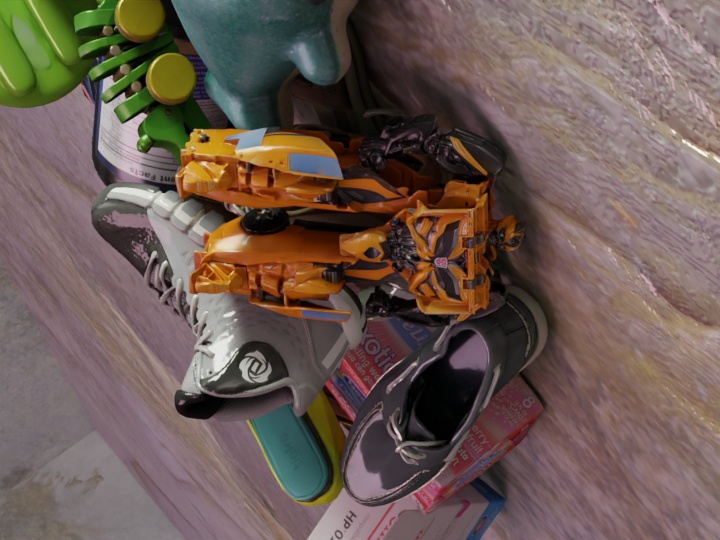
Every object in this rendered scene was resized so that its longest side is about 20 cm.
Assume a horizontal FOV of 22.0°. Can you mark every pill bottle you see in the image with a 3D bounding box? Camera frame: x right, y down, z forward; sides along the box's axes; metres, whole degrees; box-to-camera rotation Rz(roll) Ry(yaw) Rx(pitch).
[{"bbox_3d":[-0.125,-0.111,1.255,0.112,0.111,0.202,44,138,36],"label":"pill bottle"}]

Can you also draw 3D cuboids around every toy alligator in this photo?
[{"bbox_3d":[-0.126,-0.100,1.127,0.202,0.054,0.059,64,163,-2],"label":"toy alligator"}]

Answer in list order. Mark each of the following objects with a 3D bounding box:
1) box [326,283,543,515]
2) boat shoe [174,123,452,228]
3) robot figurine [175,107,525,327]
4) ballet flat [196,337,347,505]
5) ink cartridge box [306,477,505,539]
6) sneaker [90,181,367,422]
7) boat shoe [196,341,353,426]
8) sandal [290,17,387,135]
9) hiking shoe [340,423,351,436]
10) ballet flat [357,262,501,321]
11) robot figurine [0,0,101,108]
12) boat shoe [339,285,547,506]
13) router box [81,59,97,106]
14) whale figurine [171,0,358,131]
[{"bbox_3d":[0.026,0.056,1.294,0.201,0.094,0.103,52,165,12],"label":"box"},{"bbox_3d":[-0.028,-0.060,1.157,0.198,0.076,0.074,7,144,27],"label":"boat shoe"},{"bbox_3d":[-0.004,-0.024,1.077,0.198,0.058,0.146,5,126,14],"label":"robot figurine"},{"bbox_3d":[-0.061,0.067,1.277,0.067,0.066,0.202,-12,-106,-62],"label":"ballet flat"},{"bbox_3d":[0.021,0.202,1.402,0.068,0.116,0.200,38,-168,23],"label":"ink cartridge box"},{"bbox_3d":[-0.104,0.028,1.159,0.198,0.116,0.075,25,158,16],"label":"sneaker"},{"bbox_3d":[-0.033,0.093,1.404,0.198,0.068,0.072,11,174,7],"label":"boat shoe"},{"bbox_3d":[-0.035,-0.126,1.169,0.080,0.057,0.202,34,154,54],"label":"sandal"},{"bbox_3d":[-0.020,0.069,1.505,0.201,0.075,0.101,52,168,17],"label":"hiking shoe"},{"bbox_3d":[0.000,0.000,1.200,0.198,0.064,0.067,18,-177,30],"label":"ballet flat"},{"bbox_3d":[-0.259,-0.189,1.389,0.116,0.175,0.200,58,172,-23],"label":"robot figurine"},{"bbox_3d":[0.039,0.087,1.174,0.073,0.062,0.200,48,125,10],"label":"boat shoe"},{"bbox_3d":[-0.181,-0.165,1.542,0.150,0.062,0.201,49,163,23],"label":"router box"},{"bbox_3d":[-0.070,-0.154,1.059,0.159,0.103,0.201,49,145,29],"label":"whale figurine"}]
